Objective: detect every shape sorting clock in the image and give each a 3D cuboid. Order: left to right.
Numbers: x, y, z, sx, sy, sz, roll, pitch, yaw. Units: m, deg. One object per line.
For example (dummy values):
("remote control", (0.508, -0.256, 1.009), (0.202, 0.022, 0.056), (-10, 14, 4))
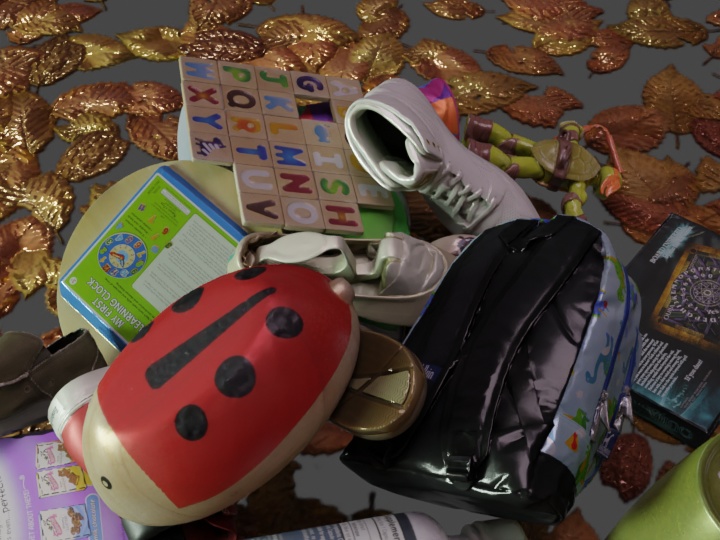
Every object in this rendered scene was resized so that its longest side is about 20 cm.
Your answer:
("shape sorting clock", (-0.150, 0.009, 0.939), (0.198, 0.039, 0.202), (-4, 72, 11))

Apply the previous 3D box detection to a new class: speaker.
("speaker", (-0.004, 0.009, 0.961), (0.088, 0.089, 0.201), (4, 46, 3))

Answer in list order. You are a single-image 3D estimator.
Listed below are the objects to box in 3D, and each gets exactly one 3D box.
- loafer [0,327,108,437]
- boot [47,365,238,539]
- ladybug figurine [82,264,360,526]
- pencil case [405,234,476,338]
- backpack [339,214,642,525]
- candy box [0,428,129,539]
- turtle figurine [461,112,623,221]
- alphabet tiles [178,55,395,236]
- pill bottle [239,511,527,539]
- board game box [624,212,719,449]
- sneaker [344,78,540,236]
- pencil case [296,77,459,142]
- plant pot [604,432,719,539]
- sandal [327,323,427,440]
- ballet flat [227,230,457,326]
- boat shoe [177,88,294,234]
("loafer", (-0.259, 0.081, 0.841), (0.075, 0.070, 0.200), (-11, -1, 30))
("boot", (-0.093, 0.112, 0.810), (0.199, 0.073, 0.144), (-24, 60, -35))
("ladybug figurine", (-0.089, 0.065, 0.707), (0.200, 0.072, 0.136), (-41, 51, -1))
("pencil case", (0.079, 0.059, 0.916), (0.089, 0.078, 0.201), (-12, 44, 16))
("backpack", (0.103, 0.059, 0.765), (0.162, 0.153, 0.201), (0, 67, 43))
("candy box", (-0.244, 0.200, 0.785), (0.198, 0.072, 0.168), (-9, 47, -10))
("turtle figurine", (0.168, -0.087, 1.050), (0.160, 0.065, 0.201), (13, 49, -3))
("alphabet tiles", (-0.061, -0.105, 0.977), (0.166, 0.008, 0.201), (5, 45, -20))
("pill bottle", (0.008, 0.217, 0.739), (0.198, 0.120, 0.120), (-7, 47, -8))
("board game box", (0.267, 0.042, 0.969), (0.135, 0.028, 0.200), (30, 54, 25))
("sneaker", (0.065, -0.069, 0.971), (0.200, 0.074, 0.116), (45, 24, 1))
("pencil case", (-0.008, -0.124, 1.090), (0.198, 0.089, 0.089), (-9, 47, -11))
("plant pot", (0.226, 0.189, 0.711), (0.185, 0.201, 0.188), (0, 46, 0))
("sandal", (-0.012, 0.061, 0.761), (0.081, 0.054, 0.200), (-59, 34, -2))
("ballet flat", (0.000, 0.000, 0.866), (0.198, 0.070, 0.070), (2, 46, -2))
("boat shoe", (-0.091, -0.068, 1.011), (0.086, 0.075, 0.203), (4, 53, -45))
